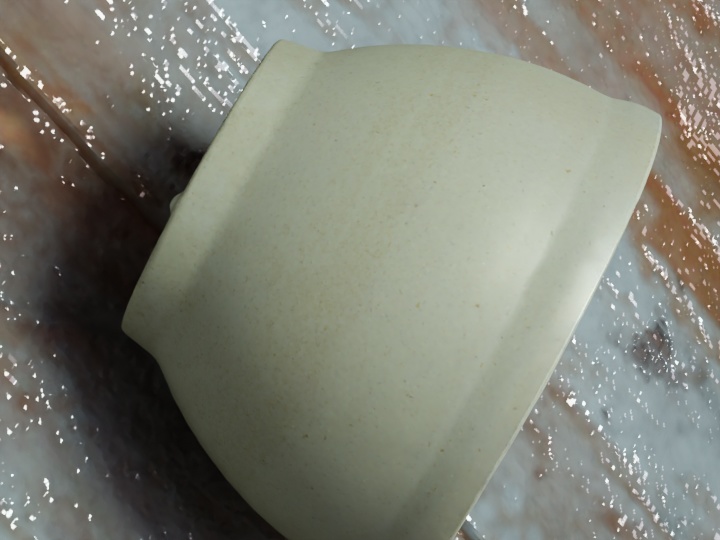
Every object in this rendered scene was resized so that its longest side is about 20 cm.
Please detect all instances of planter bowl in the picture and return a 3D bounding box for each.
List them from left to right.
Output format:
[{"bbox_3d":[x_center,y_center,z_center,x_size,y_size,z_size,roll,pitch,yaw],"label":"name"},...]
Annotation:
[{"bbox_3d":[0.000,0.000,0.777,0.135,0.200,0.200,29,56,0],"label":"planter bowl"}]
